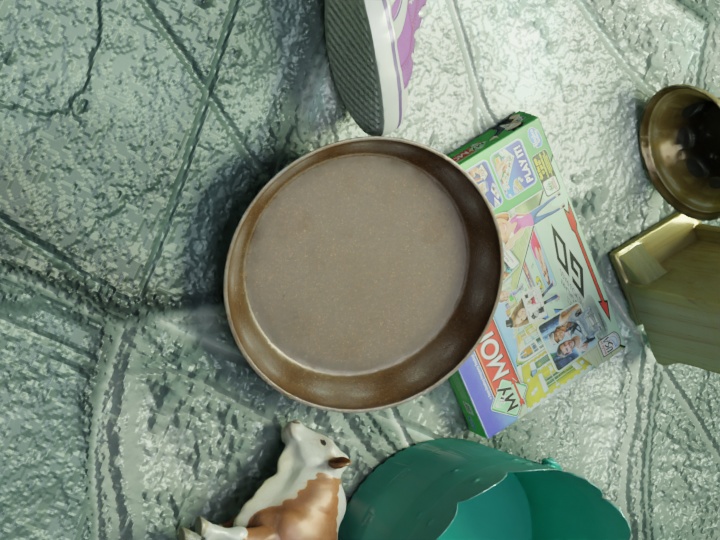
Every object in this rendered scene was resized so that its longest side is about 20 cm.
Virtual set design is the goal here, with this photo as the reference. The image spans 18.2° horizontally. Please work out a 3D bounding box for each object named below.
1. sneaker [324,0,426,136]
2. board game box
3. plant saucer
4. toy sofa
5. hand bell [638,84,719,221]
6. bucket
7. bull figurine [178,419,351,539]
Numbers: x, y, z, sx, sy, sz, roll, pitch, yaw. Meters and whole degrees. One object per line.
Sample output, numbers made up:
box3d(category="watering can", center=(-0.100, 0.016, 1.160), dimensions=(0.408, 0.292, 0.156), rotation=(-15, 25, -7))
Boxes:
box3d(category="sneaker", center=(0.035, -0.196, 1.532), dimensions=(0.114, 0.073, 0.201), rotation=(-14, 108, -28))
box3d(category="board game box", center=(0.104, 0.004, 1.639), dimensions=(0.134, 0.029, 0.200), rotation=(-32, 115, -19))
box3d(category="plant saucer", center=(0.000, 0.000, 1.559), dimensions=(0.200, 0.034, 0.201), rotation=(-5, 110, -14))
box3d(category="toy sofa", center=(0.277, 0.020, 1.637), dimensions=(0.083, 0.200, 0.098), rotation=(-31, 108, -19))
box3d(category="hand bell", center=(0.317, -0.117, 1.703), dimensions=(0.200, 0.104, 0.104), rotation=(-22, 112, -34))
box3d(category="bucket", center=(0.085, 0.222, 1.618), dimensions=(0.207, 0.135, 0.208), rotation=(-7, 105, -26))
box3d(category="bull figurine", center=(-0.065, 0.207, 1.577), dimensions=(0.121, 0.065, 0.201), rotation=(-3, 101, -23))
